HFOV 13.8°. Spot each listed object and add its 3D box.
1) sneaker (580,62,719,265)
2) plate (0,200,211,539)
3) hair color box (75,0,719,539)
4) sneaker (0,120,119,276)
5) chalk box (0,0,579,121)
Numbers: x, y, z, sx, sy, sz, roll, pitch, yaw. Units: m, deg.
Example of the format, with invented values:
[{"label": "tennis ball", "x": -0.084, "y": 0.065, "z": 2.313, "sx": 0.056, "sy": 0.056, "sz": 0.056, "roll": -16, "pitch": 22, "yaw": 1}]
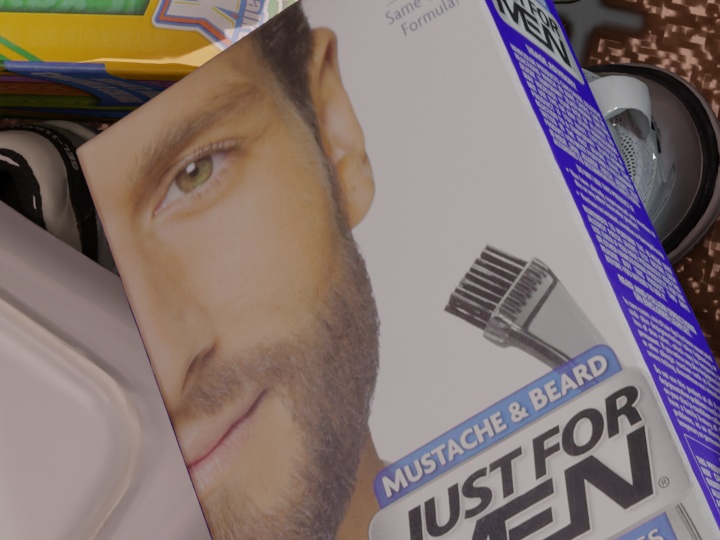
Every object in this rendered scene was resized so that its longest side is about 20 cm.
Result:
[{"label": "sneaker", "x": 0.000, "y": 0.000, "z": 0.783, "sx": 0.199, "sy": 0.115, "sz": 0.075, "roll": -28, "pitch": 80, "yaw": 10}, {"label": "plate", "x": -0.142, "y": 0.061, "z": 0.744, "sx": 0.199, "sy": 0.032, "sz": 0.200, "roll": 32, "pitch": 76, "yaw": 13}, {"label": "hair color box", "x": 0.021, "y": 0.034, "z": 0.655, "sx": 0.109, "sy": 0.065, "sz": 0.201, "roll": -32, "pitch": 59, "yaw": 18}, {"label": "sneaker", "x": -0.135, "y": 0.043, "z": 0.826, "sx": 0.075, "sy": 0.088, "sz": 0.201, "roll": 29, "pitch": 94, "yaw": 12}, {"label": "chalk box", "x": -0.037, "y": -0.106, "z": 0.795, "sx": 0.199, "sy": 0.124, "sz": 0.126, "roll": 1, "pitch": 87, "yaw": 13}]
